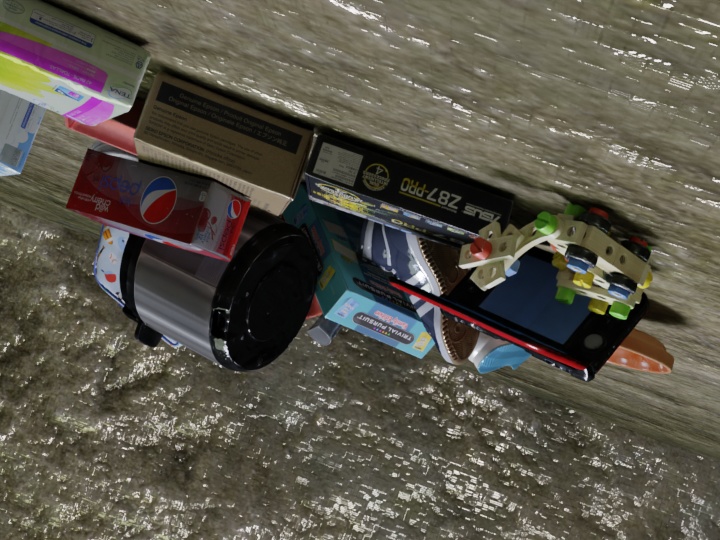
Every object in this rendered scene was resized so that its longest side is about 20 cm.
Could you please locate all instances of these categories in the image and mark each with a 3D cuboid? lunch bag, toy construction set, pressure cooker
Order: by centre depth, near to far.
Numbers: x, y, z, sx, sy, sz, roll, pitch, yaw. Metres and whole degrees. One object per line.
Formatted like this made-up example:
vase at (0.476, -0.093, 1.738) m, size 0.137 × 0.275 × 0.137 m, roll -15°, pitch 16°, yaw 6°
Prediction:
toy construction set at (0.192, -0.013, 1.395) m, size 0.199 × 0.093 × 0.131 m, roll 11°, pitch -179°, yaw -39°
pressure cooker at (-0.168, -0.002, 1.672) m, size 0.199 × 0.180 × 0.176 m, roll 24°, pitch -139°, yaw 28°
lunch bag at (-0.254, -0.005, 1.898) m, size 0.075 × 0.161 × 0.200 m, roll -18°, pitch -137°, yaw -42°

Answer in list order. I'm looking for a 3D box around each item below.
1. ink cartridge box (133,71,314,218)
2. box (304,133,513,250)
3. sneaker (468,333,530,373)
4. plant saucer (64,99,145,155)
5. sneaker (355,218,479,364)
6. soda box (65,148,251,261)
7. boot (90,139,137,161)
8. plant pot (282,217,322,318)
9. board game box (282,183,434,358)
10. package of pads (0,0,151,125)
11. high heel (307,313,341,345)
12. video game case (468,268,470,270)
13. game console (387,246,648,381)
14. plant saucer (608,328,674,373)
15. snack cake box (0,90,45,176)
ink cartridge box at (-0.139, -0.121, 1.519) m, size 0.163 × 0.076 × 0.200 m, roll 20°, pitch 174°, yaw -6°
box at (0.045, -0.071, 1.495) m, size 0.198 × 0.050 × 0.161 m, roll 19°, pitch 176°, yaw 1°
sneaker at (0.183, 0.077, 1.918) m, size 0.081 × 0.077 × 0.200 m, roll 52°, pitch -160°, yaw 19°
plant saucer at (-0.235, -0.155, 1.710) m, size 0.199 × 0.037 × 0.200 m, roll 22°, pitch 174°, yaw -9°
sneaker at (0.063, 0.011, 1.688) m, size 0.108 × 0.070 × 0.201 m, roll 10°, pitch 130°, yaw 41°
soda box at (-0.208, -0.067, 1.541) m, size 0.199 × 0.071 × 0.063 m, roll 16°, pitch 174°, yaw 40°
boot at (-0.244, -0.103, 1.835) m, size 0.198 × 0.074 × 0.096 m, roll 13°, pitch -143°, yaw 3°
plant pot at (-0.127, -0.013, 1.945) m, size 0.200 × 0.202 × 0.194 m, roll 24°, pitch 164°, yaw -35°
board game box at (0.000, 0.000, 1.770) m, size 0.150 × 0.047 × 0.201 m, roll 25°, pitch -153°, yaw -35°
package of pads at (-0.293, -0.195, 1.408) m, size 0.153 × 0.069 × 0.200 m, roll 22°, pitch 173°, yaw -18°
high heel at (-0.062, -0.027, 1.840) m, size 0.071 × 0.143 × 0.201 m, roll -12°, pitch 121°, yaw 43°
video game case at (0.197, 0.022, 1.857) m, size 0.180 × 0.036 × 0.199 m, roll 23°, pitch 173°, yaw -36°
game console at (0.161, 0.020, 1.524) m, size 0.199 × 0.172 × 0.119 m, roll 25°, pitch 151°, yaw 37°
plant saucer at (0.276, 0.078, 1.797) m, size 0.199 × 0.033 × 0.200 m, roll 17°, pitch 173°, yaw 2°
snack cake box at (-0.428, -0.175, 1.783) m, size 0.067 × 0.116 × 0.200 m, roll 22°, pitch 174°, yaw -22°
